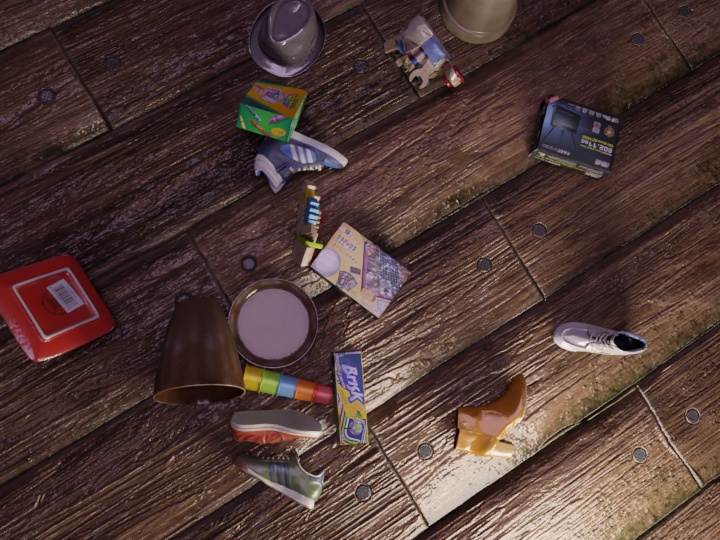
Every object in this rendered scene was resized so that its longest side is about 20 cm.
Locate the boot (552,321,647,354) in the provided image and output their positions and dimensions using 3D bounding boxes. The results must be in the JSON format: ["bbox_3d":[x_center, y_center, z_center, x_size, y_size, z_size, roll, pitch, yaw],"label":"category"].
[{"bbox_3d":[0.559,0.157,1.497,0.199,0.096,0.074,6,81,-6],"label":"boot"}]

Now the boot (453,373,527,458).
[{"bbox_3d":[0.288,0.320,1.451,0.143,0.071,0.202,14,85,-7],"label":"boot"}]

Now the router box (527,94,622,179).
[{"bbox_3d":[0.529,-0.328,1.585,0.199,0.062,0.150,16,81,-4],"label":"router box"}]

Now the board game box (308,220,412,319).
[{"bbox_3d":[0.000,0.000,1.485,0.200,0.035,0.136,38,79,0],"label":"board game box"}]

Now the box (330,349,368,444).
[{"bbox_3d":[-0.025,0.277,1.421,0.064,0.070,0.201,-4,82,-10],"label":"box"}]

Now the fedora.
[{"bbox_3d":[-0.172,-0.570,1.523,0.177,0.090,0.200,37,79,0],"label":"fedora"}]

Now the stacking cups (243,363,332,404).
[{"bbox_3d":[-0.160,0.251,1.417,0.199,0.061,0.061,11,80,-7],"label":"stacking cups"}]

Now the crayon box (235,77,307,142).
[{"bbox_3d":[-0.195,-0.364,1.444,0.118,0.200,0.058,16,122,-5],"label":"crayon box"}]

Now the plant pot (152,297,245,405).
[{"bbox_3d":[-0.342,0.166,1.361,0.186,0.187,0.201,-4,68,-7],"label":"plant pot"}]

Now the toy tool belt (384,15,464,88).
[{"bbox_3d":[0.149,-0.502,1.553,0.123,0.125,0.200,-34,82,21],"label":"toy tool belt"}]

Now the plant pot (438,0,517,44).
[{"bbox_3d":[0.306,-0.685,1.558,0.199,0.174,0.201,1,80,-7],"label":"plant pot"}]

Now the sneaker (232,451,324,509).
[{"bbox_3d":[-0.169,0.427,1.388,0.200,0.067,0.090,31,72,-2],"label":"sneaker"}]

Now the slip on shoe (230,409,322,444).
[{"bbox_3d":[-0.183,0.346,1.401,0.199,0.074,0.061,4,116,-12],"label":"slip on shoe"}]

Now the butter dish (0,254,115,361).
[{"bbox_3d":[-0.657,0.097,1.343,0.200,0.148,0.199,55,39,5],"label":"butter dish"}]

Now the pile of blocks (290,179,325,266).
[{"bbox_3d":[-0.106,-0.105,1.467,0.062,0.082,0.201,10,82,-35],"label":"pile of blocks"}]

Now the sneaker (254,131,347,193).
[{"bbox_3d":[-0.146,-0.236,1.490,0.199,0.081,0.147,23,91,-9],"label":"sneaker"}]

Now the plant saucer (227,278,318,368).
[{"bbox_3d":[-0.195,0.119,1.441,0.199,0.032,0.201,2,78,-8],"label":"plant saucer"}]
